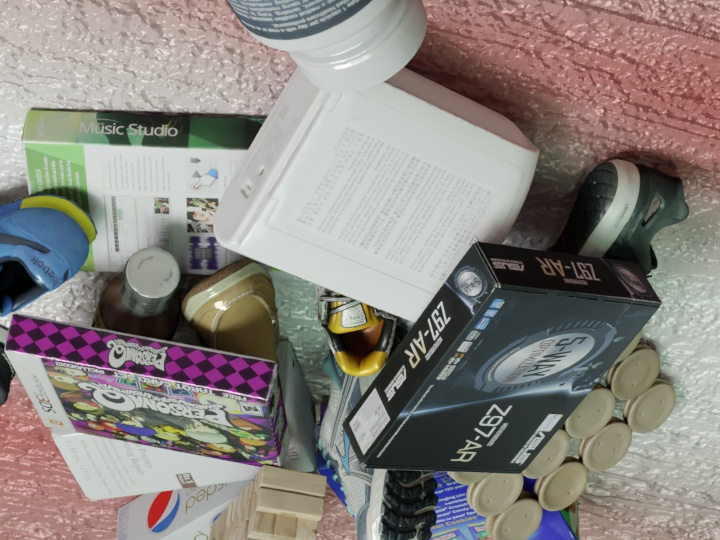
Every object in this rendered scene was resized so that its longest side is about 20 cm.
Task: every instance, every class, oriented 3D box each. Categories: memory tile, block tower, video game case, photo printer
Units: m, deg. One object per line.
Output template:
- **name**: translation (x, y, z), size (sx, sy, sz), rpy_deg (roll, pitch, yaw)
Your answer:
- **memory tile**: translation (0.166, 0.130, 1.618), size (0.200, 0.017, 0.153), rpy_deg (-40, 134, -6)
- **block tower**: translation (-0.083, 0.217, 1.630), size (0.058, 0.054, 0.200), rpy_deg (12, 155, -11)
- **video game case**: translation (-0.156, 0.095, 1.501), size (0.199, 0.036, 0.181), rpy_deg (10, 159, 5)
- **photo printer**: translation (0.019, -0.057, 1.386), size (0.200, 0.069, 0.167), rpy_deg (21, 108, -31)

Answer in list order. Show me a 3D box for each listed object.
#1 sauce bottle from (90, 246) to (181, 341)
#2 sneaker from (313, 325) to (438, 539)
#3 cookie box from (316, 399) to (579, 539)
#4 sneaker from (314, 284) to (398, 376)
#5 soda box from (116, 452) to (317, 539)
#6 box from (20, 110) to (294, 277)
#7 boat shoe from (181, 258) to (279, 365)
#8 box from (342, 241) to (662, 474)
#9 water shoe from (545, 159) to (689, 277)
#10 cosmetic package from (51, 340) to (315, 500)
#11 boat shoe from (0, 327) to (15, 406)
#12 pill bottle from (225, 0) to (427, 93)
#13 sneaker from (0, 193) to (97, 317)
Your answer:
- **sauce bottle**: translation (-0.171, 0.036, 1.508), size (0.064, 0.065, 0.200), rpy_deg (8, 155, -10)
- **sneaker**: translation (0.008, 0.149, 1.591), size (0.086, 0.201, 0.078), rpy_deg (-14, 156, 33)
- **cookie box**: translation (0.078, 0.174, 1.701), size (0.171, 0.075, 0.200), rpy_deg (-15, 138, 17)
- **sneaker**: translation (0.000, 0.000, 1.488), size (0.078, 0.082, 0.200), rpy_deg (-5, 136, 7)
- **soda box**: translation (-0.129, 0.211, 1.755), size (0.200, 0.064, 0.068), rpy_deg (-32, 132, 33)
- **box**: translation (-0.144, -0.055, 1.462), size (0.199, 0.036, 0.145), rpy_deg (1, 140, -3)
- **boat shoe**: translation (-0.086, 0.051, 1.501), size (0.072, 0.076, 0.200), rpy_deg (-27, 166, -5)
- **box**: translation (0.102, 0.069, 1.453), size (0.160, 0.044, 0.200), rpy_deg (7, 132, -36)
- **water shoe**: translation (0.184, 0.001, 1.499), size (0.079, 0.072, 0.200), rpy_deg (10, 139, -15)
- **cosmetic package**: translation (-0.144, 0.126, 1.647), size (0.199, 0.074, 0.102), rpy_deg (-8, 140, 11)
- **boat shoe**: translation (-0.371, 0.060, 1.576), size (0.199, 0.060, 0.076), rpy_deg (13, 138, -15)
- **pill bottle**: translation (-0.039, -0.205, 1.216), size (0.119, 0.120, 0.200), rpy_deg (-16, 137, 18)
- **sneaker**: translation (-0.280, -0.001, 1.462), size (0.200, 0.079, 0.066), rpy_deg (-12, 129, 42)
